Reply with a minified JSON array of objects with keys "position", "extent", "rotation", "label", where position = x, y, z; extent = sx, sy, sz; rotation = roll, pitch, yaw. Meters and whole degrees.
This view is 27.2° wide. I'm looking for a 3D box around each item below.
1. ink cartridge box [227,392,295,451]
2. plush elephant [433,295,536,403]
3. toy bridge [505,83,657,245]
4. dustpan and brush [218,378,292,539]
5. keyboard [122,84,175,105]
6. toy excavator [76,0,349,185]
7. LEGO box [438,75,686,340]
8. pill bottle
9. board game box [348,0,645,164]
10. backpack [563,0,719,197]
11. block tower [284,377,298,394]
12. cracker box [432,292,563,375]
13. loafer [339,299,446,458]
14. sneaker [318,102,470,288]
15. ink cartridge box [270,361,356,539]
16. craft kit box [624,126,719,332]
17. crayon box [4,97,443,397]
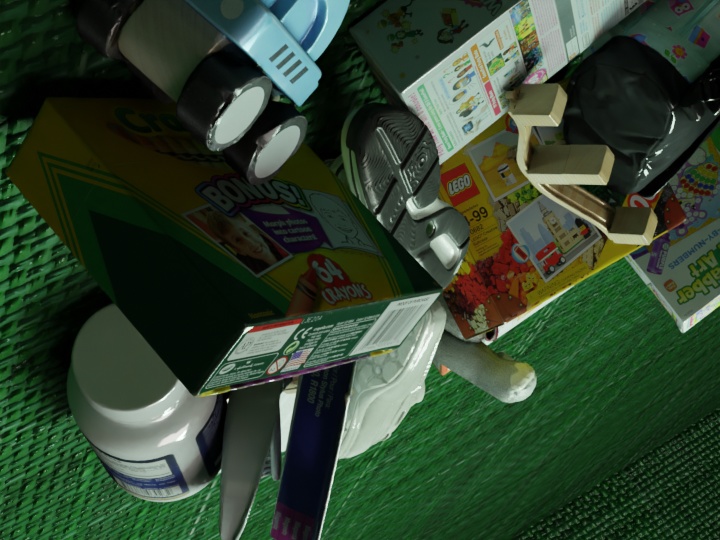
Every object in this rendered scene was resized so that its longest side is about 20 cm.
[{"position":[-0.095,0.129,1.424],"extent":[0.199,0.050,0.163],"rotation":[-11,150,-36],"label":"ink cartridge box"},{"position":[0.090,0.002,1.291],"extent":[0.156,0.199,0.165],"rotation":[-59,174,-1],"label":"plush elephant"},{"position":[0.152,-0.078,1.099],"extent":[0.200,0.067,0.027],"rotation":[42,61,-47],"label":"toy bridge"},{"position":[-0.071,0.100,1.136],"extent":[0.140,0.057,0.202],"rotation":[-80,174,-60],"label":"dustpan and brush"},{"position":[-0.117,-0.067,0.946],"extent":[0.127,0.021,0.200],"rotation":[-43,160,0],"label":"keyboard"},{"position":[-0.047,-0.166,0.752],"extent":[0.200,0.100,0.194],"rotation":[-50,163,0],"label":"toy excavator"},{"position":[0.140,-0.058,1.198],"extent":[0.199,0.150,0.077],"rotation":[-28,180,-26],"label":"LEGO box"},{"position":[-0.157,0.096,1.113],"extent":[0.111,0.111,0.200],"rotation":[-32,161,-12],"label":"pill bottle"},{"position":[0.102,-0.175,1.012],"extent":[0.199,0.064,0.148],"rotation":[-38,161,0],"label":"board game box"},{"position":[0.247,-0.171,1.138],"extent":[0.200,0.126,0.167],"rotation":[-46,175,-22],"label":"backpack"},{"position":[-0.065,0.064,1.262],"extent":[0.053,0.058,0.200],"rotation":[-9,164,13],"label":"block tower"},{"position":[0.151,0.016,1.555],"extent":[0.199,0.058,0.134],"rotation":[-34,162,-9],"label":"cracker box"},{"position":[0.024,0.083,1.232],"extent":[0.069,0.070,0.200],"rotation":[-8,148,-35],"label":"loafer"},{"position":[-0.002,-0.059,1.035],"extent":[0.076,0.115,0.201],"rotation":[-58,151,-16],"label":"sneaker"},{"position":[-0.030,0.101,1.106],"extent":[0.201,0.043,0.198],"rotation":[-77,179,-56],"label":"ink cartridge box"},{"position":[0.325,-0.079,1.424],"extent":[0.199,0.198,0.049],"rotation":[-37,162,0],"label":"craft kit box"},{"position":[-0.070,-0.022,0.840],"extent":[0.058,0.173,0.199],"rotation":[-52,158,25],"label":"crayon box"}]
